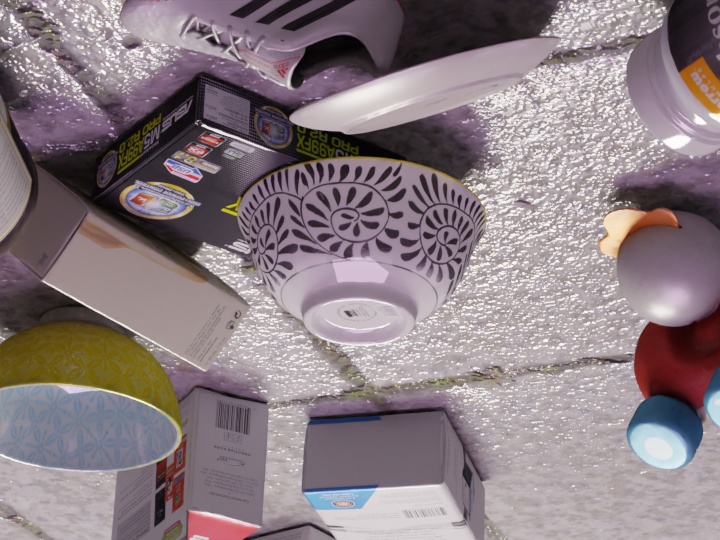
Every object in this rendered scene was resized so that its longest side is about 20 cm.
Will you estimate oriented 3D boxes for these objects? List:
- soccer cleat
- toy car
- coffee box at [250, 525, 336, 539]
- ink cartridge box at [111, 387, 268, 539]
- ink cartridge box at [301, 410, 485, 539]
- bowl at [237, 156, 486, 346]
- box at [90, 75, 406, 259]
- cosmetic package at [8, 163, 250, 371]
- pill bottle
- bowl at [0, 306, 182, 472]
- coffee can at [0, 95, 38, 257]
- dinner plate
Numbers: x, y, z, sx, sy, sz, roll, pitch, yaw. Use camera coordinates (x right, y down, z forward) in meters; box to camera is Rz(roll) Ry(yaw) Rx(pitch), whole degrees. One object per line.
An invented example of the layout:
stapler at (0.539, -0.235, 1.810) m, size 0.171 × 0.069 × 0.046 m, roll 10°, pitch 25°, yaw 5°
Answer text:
soccer cleat at (-0.070, -0.166, 1.552) m, size 0.200 × 0.085 × 0.069 m, roll 0°, pitch 152°, yaw 3°
toy car at (0.262, 0.022, 1.847) m, size 0.200 × 0.184 × 0.177 m, roll 45°, pitch 138°, yaw -13°
coffee box at (-0.080, 0.432, 2.557) m, size 0.199 × 0.200 × 0.198 m, roll -17°, pitch 147°, yaw 33°
ink cartridge box at (-0.174, 0.239, 2.226) m, size 0.084 × 0.176 × 0.200 m, roll 16°, pitch 150°, yaw -24°
ink cartridge box at (0.037, 0.224, 2.279) m, size 0.146 × 0.086 × 0.200 m, roll -5°, pitch 153°, yaw 14°
bowl at (0.000, 0.000, 1.760) m, size 0.200 × 0.094 × 0.201 m, roll 1°, pitch 153°, yaw 1°
box at (-0.087, -0.072, 1.775) m, size 0.200 × 0.044 × 0.160 m, roll 21°, pitch 146°, yaw -31°
cosmetic package at (-0.197, -0.001, 1.841) m, size 0.200 × 0.071 × 0.105 m, roll 33°, pitch -177°, yaw -45°
pill bottle at (0.276, -0.160, 1.507) m, size 0.116 × 0.117 × 0.200 m, roll 18°, pitch 148°, yaw -27°
bowl at (-0.259, 0.098, 2.039) m, size 0.200 × 0.108 × 0.200 m, roll 2°, pitch 151°, yaw 1°
coffee can at (-0.328, -0.102, 1.627) m, size 0.146 × 0.147 × 0.200 m, roll -1°, pitch 152°, yaw 6°
dinner plate at (0.048, -0.126, 1.579) m, size 0.200 × 0.024 × 0.200 m, roll -17°, pitch 179°, yaw 0°
